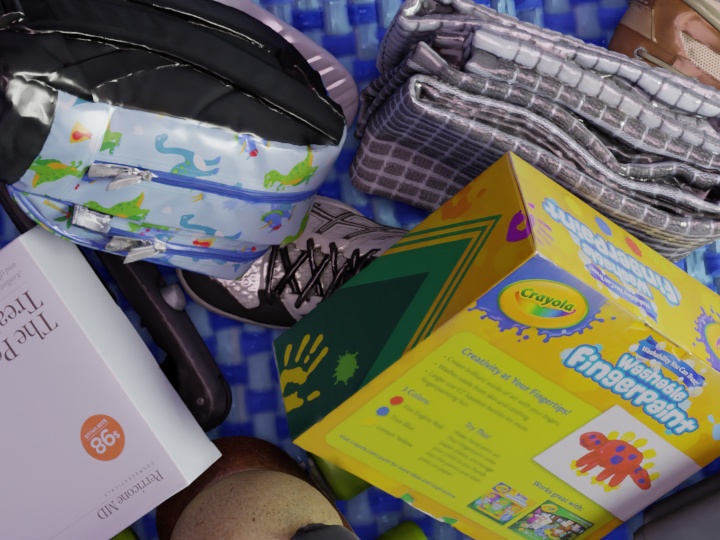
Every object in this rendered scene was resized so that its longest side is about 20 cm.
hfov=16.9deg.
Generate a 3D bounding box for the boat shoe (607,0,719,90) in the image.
[{"bbox_3d":[0.219,-0.081,1.319,0.200,0.076,0.074,42,91,6],"label":"boat shoe"}]

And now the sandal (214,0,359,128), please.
[{"bbox_3d":[-0.094,-0.133,1.304,0.206,0.059,0.079,33,103,-23],"label":"sandal"}]

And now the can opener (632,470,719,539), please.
[{"bbox_3d":[0.172,0.151,1.253,0.199,0.053,0.067,-30,98,26],"label":"can opener"}]

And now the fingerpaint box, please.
[{"bbox_3d":[0.084,0.052,1.220,0.167,0.074,0.199,-39,132,26],"label":"fingerpaint box"}]

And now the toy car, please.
[{"bbox_3d":[-0.043,0.161,1.223,0.164,0.200,0.159,-32,91,-4],"label":"toy car"}]

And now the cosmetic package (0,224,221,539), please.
[{"bbox_3d":[-0.193,0.090,1.248,0.199,0.052,0.151,-35,93,23],"label":"cosmetic package"}]

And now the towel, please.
[{"bbox_3d":[0.095,-0.065,1.255,0.198,0.166,0.086,20,81,-5],"label":"towel"}]

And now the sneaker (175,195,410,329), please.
[{"bbox_3d":[0.000,0.000,1.288,0.198,0.088,0.076,7,90,-3],"label":"sneaker"}]

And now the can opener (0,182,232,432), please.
[{"bbox_3d":[-0.135,0.005,1.292,0.063,0.079,0.201,-30,82,3],"label":"can opener"}]

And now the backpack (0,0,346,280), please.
[{"bbox_3d":[-0.106,-0.078,1.216,0.198,0.163,0.155,0,122,-21],"label":"backpack"}]
